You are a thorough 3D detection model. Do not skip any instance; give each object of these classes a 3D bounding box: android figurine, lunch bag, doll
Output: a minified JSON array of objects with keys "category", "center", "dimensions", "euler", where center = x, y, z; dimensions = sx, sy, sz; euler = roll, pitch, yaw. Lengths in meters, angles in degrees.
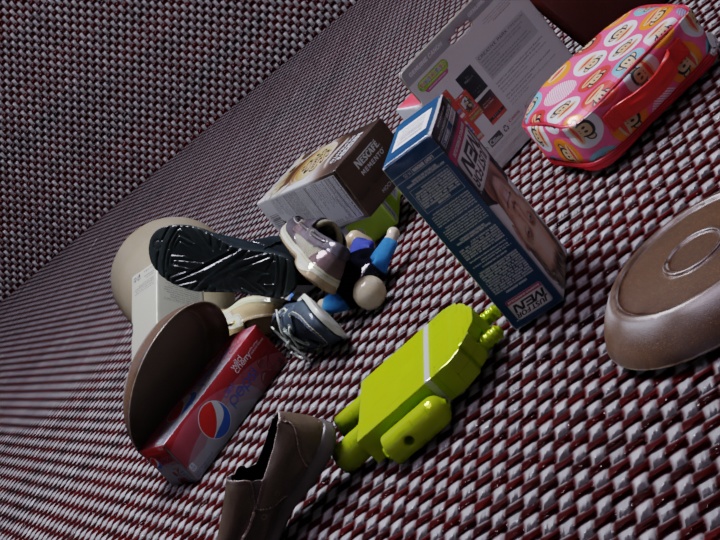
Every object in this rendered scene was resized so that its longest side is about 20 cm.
[{"category":"android figurine","center":[0.055,0.105,1.275],"dimensions":[0.200,0.041,0.182],"euler":[-41,15,14]},{"category":"lunch bag","center":[0.277,-0.196,1.441],"dimensions":[0.200,0.082,0.176],"euler":[-44,16,-7]},{"category":"doll","center":[0.000,0.000,1.664],"dimensions":[0.136,0.048,0.200],"euler":[-44,15,6]}]

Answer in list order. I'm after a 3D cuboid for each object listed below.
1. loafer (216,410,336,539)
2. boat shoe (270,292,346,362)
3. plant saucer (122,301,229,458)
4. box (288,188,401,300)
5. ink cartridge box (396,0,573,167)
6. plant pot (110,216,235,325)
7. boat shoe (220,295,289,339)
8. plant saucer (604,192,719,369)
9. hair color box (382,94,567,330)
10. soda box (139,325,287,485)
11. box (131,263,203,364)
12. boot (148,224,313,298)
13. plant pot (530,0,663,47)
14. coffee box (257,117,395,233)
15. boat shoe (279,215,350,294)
[{"category":"loafer","center":[-0.101,0.214,1.269],"dimensions":[0.202,0.071,0.073],"euler":[-59,17,-4]},{"category":"boat shoe","center":[-0.070,0.066,1.614],"dimensions":[0.062,0.075,0.200],"euler":[-42,14,-7]},{"category":"plant saucer","center":[-0.227,0.129,1.655],"dimensions":[0.032,0.202,0.201],"euler":[18,52,25]},{"category":"box","center":[-0.034,-0.041,1.859],"dimensions":[0.199,0.048,0.122],"euler":[-37,16,17]},{"category":"ink cartridge box","center":[0.149,-0.236,1.683],"dimensions":[0.200,0.176,0.084],"euler":[-45,16,-14]},{"category":"plant pot","center":[-0.256,0.048,1.973],"dimensions":[0.187,0.188,0.200],"euler":[-41,29,3]},{"category":"boat shoe","center":[-0.156,0.084,1.806],"dimensions":[0.198,0.074,0.067],"euler":[-17,52,43]},{"category":"plant saucer","center":[0.265,-0.005,1.054],"dimensions":[0.199,0.032,0.201],"euler":[-38,15,12]},{"category":"hair color box","center":[0.109,-0.054,1.260],"dimensions":[0.060,0.200,0.100],"euler":[-33,18,25]},{"category":"soda box","center":[-0.175,0.161,1.645],"dimensions":[0.070,0.063,0.201],"euler":[-21,27,52]},{"category":"box","center":[-0.252,0.096,1.790],"dimensions":[0.068,0.081,0.203],"euler":[-28,55,42]},{"category":"boot","center":[-0.155,-0.012,1.741],"dimensions":[0.168,0.197,0.078],"euler":[-24,-55,-81]},{"category":"plant pot","center":[0.292,-0.395,1.750],"dimensions":[0.199,0.177,0.200],"euler":[-38,16,11]},{"category":"coffee box","center":[-0.035,-0.116,1.819],"dimensions":[0.199,0.080,0.113],"euler":[-18,27,54]},{"category":"boat shoe","center":[-0.049,-0.031,1.657],"dimensions":[0.065,0.072,0.200],"euler":[-50,18,7]}]
